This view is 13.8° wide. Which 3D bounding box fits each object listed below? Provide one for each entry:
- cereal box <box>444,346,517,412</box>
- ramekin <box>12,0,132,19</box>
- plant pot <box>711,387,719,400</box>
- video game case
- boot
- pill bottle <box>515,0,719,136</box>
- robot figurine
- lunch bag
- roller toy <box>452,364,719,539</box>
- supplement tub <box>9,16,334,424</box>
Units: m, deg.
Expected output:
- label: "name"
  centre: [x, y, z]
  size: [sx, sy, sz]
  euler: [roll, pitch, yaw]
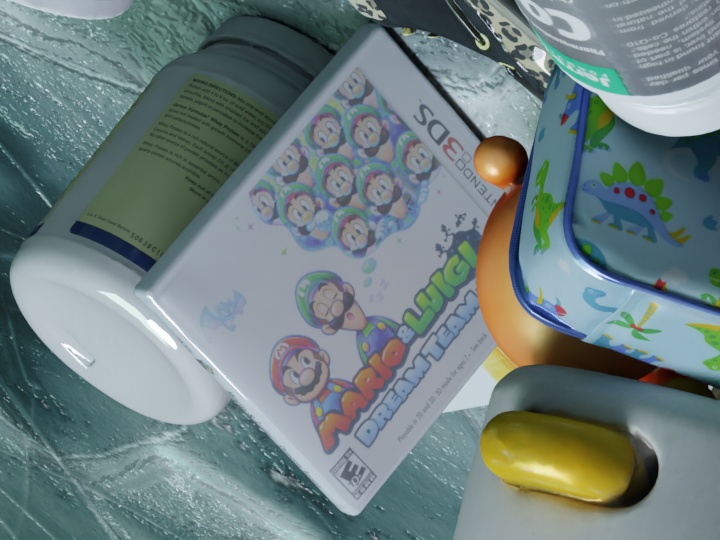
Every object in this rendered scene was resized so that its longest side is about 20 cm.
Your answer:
- label: "cereal box"
  centre: [0.024, 0.027, 1.831]
  size: [0.144, 0.040, 0.200]
  euler: [44, 155, -15]
- label: "ramekin"
  centre: [-0.180, -0.221, 1.484]
  size: [0.200, 0.098, 0.201]
  euler: [28, -160, -11]
- label: "plant pot"
  centre: [0.284, 0.133, 1.513]
  size: [0.174, 0.201, 0.200]
  euler: [21, 166, -33]
- label: "video game case"
  centre: [0.000, 0.000, 1.622]
  size: [0.182, 0.200, 0.024]
  euler: [48, 163, -24]
- label: "boot"
  centre: [0.079, -0.122, 1.470]
  size: [0.204, 0.074, 0.153]
  euler: [43, 165, -33]
- label: "pill bottle"
  centre: [0.111, -0.138, 1.214]
  size: [0.113, 0.113, 0.200]
  euler: [22, 167, 28]
- label: "robot figurine"
  centre: [0.117, 0.001, 1.522]
  size: [0.116, 0.145, 0.200]
  euler: [-1, -175, 4]
- label: "lunch bag"
  centre: [0.174, -0.028, 1.355]
  size: [0.199, 0.162, 0.082]
  euler: [17, 152, -14]
- label: "roller toy"
  centre: [0.137, 0.118, 1.404]
  size: [0.199, 0.141, 0.182]
  euler: [16, 173, -8]
- label: "supplement tub"
  centre: [-0.087, -0.030, 1.681]
  size: [0.145, 0.200, 0.145]
  euler: [29, 155, 15]
